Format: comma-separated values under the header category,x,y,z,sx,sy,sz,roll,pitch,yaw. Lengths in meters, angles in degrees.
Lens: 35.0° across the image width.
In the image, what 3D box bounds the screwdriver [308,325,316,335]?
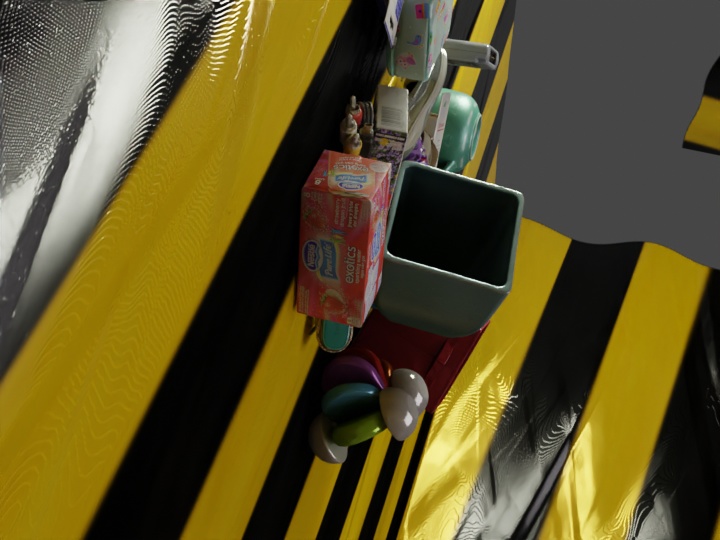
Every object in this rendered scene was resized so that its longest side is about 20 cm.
category,x,y,z,sx,sy,sz,roll,pitch,yaw
screwdriver,-0.035,0.049,1.696,0.200,0.029,0.028,-61,161,-59

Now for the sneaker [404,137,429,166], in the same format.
category,x,y,z,sx,sy,sz,roll,pitch,yaw
sneaker,0.080,-0.192,1.833,0.081,0.083,0.202,32,70,-65

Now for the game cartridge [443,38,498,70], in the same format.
category,x,y,z,sx,sy,sz,roll,pitch,yaw
game cartridge,0.163,-0.372,1.955,0.200,0.132,0.042,-30,133,-77

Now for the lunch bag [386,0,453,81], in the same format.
category,x,y,z,sx,sy,sz,roll,pitch,yaw
lunch bag,0.090,-0.382,1.717,0.201,0.076,0.162,-65,165,-49

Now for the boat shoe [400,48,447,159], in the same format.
category,x,y,z,sx,sy,sz,roll,pitch,yaw
boat shoe,0.079,-0.269,1.777,0.203,0.064,0.074,-67,-165,-17

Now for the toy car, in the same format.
category,x,y,z,sx,sy,sz,roll,pitch,yaw
toy car,0.000,0.196,1.783,0.151,0.174,0.200,65,19,-8

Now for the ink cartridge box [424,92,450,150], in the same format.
category,x,y,z,sx,sy,sz,roll,pitch,yaw
ink cartridge box,0.102,-0.217,1.995,0.116,0.066,0.202,-37,139,-76

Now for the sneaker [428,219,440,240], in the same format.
category,x,y,z,sx,sy,sz,roll,pitch,yaw
sneaker,0.140,-0.056,1.871,0.201,0.087,0.076,96,-14,-46

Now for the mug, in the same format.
category,x,y,z,sx,sy,sz,roll,pitch,yaw
mug,0.159,-0.244,2.138,0.152,0.113,0.187,-11,113,-79

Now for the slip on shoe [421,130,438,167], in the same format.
category,x,y,z,sx,sy,sz,roll,pitch,yaw
slip on shoe,0.081,-0.134,1.880,0.060,0.075,0.202,38,58,-43

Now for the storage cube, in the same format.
category,x,y,z,sx,sy,sz,roll,pitch,yaw
storage cube,0.102,0.120,1.981,0.172,0.179,0.200,-60,172,8

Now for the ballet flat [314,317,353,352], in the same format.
category,x,y,z,sx,sy,sz,roll,pitch,yaw
ballet flat,-0.033,0.012,1.607,0.065,0.070,0.202,-151,-108,-74

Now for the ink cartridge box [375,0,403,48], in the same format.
category,x,y,z,sx,sy,sz,roll,pitch,yaw
ink cartridge box,0.048,-0.417,1.565,0.095,0.037,0.202,53,48,-77

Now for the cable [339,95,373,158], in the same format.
category,x,y,z,sx,sy,sz,roll,pitch,yaw
cable,-0.016,-0.157,1.578,0.201,0.050,0.098,108,-15,-53

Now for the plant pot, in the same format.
category,x,y,z,sx,sy,sz,roll,pitch,yaw
plant pot,0.118,-0.009,1.731,0.201,0.194,0.198,108,-3,-52

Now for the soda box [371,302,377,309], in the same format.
category,x,y,z,sx,sy,sz,roll,pitch,yaw
soda box,0.038,-0.036,1.886,0.068,0.064,0.201,89,17,-53

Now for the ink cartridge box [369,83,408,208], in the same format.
category,x,y,z,sx,sy,sz,roll,pitch,yaw
ink cartridge box,0.026,-0.152,1.643,0.110,0.050,0.201,-87,-172,-48

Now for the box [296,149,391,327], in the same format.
category,x,y,z,sx,sy,sz,roll,pitch,yaw
box,-0.023,-0.040,1.470,0.100,0.095,0.201,-64,163,-52
